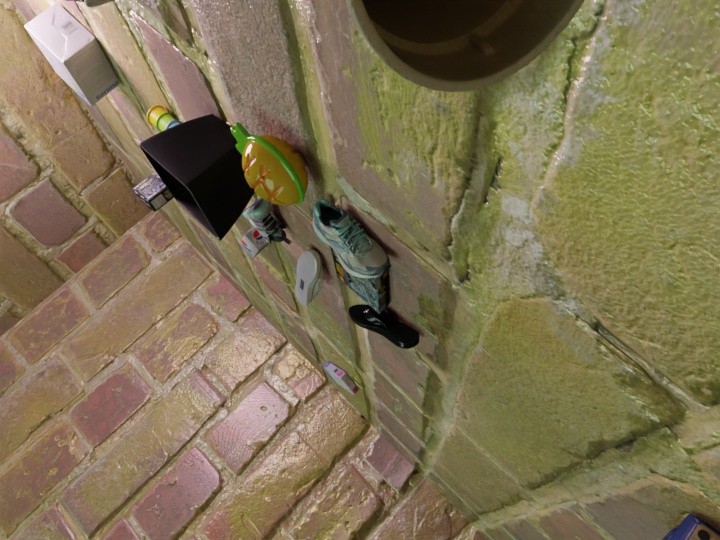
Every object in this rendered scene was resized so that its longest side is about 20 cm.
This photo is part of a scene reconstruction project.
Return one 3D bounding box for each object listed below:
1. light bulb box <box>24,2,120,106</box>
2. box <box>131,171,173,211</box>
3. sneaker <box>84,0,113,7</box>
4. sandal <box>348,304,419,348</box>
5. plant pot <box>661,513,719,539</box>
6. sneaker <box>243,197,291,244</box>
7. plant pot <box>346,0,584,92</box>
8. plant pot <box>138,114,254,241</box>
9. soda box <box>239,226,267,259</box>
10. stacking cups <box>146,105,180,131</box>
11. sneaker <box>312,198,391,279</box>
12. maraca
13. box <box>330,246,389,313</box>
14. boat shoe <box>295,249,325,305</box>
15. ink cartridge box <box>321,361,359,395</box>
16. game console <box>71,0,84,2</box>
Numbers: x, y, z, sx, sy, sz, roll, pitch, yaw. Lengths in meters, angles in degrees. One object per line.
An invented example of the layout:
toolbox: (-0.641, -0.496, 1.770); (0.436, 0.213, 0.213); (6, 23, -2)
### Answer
light bulb box: (-0.868, -0.651, 1.763); (0.198, 0.125, 0.200); (42, 164, 14)
box: (-0.608, -0.282, 1.831); (0.160, 0.200, 0.049); (29, 156, 44)
sneaker: (-0.520, -0.588, 1.134); (0.078, 0.078, 0.200); (61, 159, -3)
sandal: (0.054, 0.111, 1.327); (0.199, 0.075, 0.049); (25, 129, 37)
plant pot: (0.506, 0.499, 0.843); (0.199, 0.199, 0.181); (35, 155, 36)
sneaker: (-0.226, -0.119, 1.481); (0.140, 0.078, 0.200); (49, 173, -13)
plant pot: (0.029, -0.242, 0.358); (0.184, 0.199, 0.202); (47, 169, 42)
plant pot: (-0.344, -0.229, 1.321); (0.199, 0.177, 0.200); (37, 161, 26)
soda box: (-0.322, -0.091, 1.789); (0.064, 0.068, 0.200); (48, 165, -6)
stacking cups: (-0.505, -0.377, 1.593); (0.199, 0.060, 0.061); (41, 163, 21)
sneaker: (-0.025, -0.061, 1.086); (0.199, 0.077, 0.087); (38, 159, 27)
maraca: (-0.173, -0.198, 1.082); (0.199, 0.107, 0.138); (40, 156, 22)
box: (0.000, 0.000, 1.227); (0.137, 0.040, 0.201); (40, 163, 20)
boat shoe: (-0.123, 0.013, 1.529); (0.072, 0.065, 0.202); (42, 142, 26)
ink cartridge box: (-0.093, 0.475, 2.589); (0.199, 0.042, 0.120); (15, 145, 57)
game console: (-0.751, -0.753, 1.410); (0.176, 0.031, 0.201); (26, 154, 42)
